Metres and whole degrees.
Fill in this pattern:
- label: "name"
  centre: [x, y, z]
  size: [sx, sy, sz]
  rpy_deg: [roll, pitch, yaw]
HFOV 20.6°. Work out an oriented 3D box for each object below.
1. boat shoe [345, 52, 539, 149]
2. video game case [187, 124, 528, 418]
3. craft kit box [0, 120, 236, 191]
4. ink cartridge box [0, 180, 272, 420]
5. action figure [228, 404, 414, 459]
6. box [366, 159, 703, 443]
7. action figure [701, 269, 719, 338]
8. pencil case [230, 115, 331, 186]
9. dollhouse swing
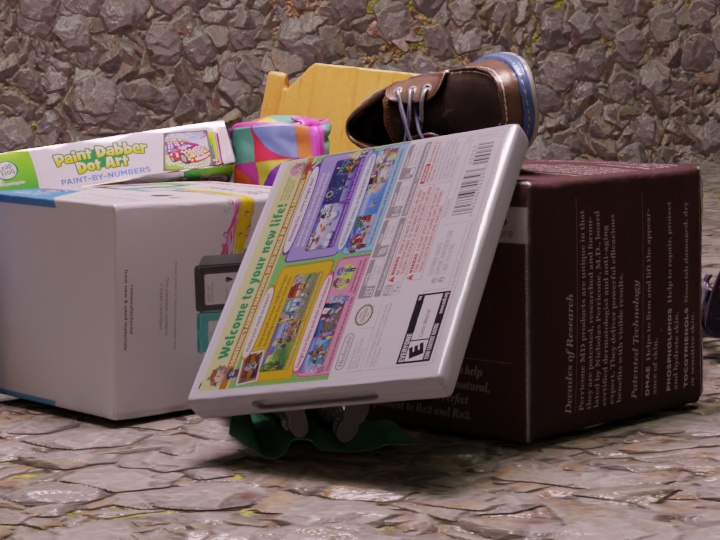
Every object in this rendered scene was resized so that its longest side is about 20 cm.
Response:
- label: "boat shoe"
  centre: [0.052, -0.100, 1.344]
  size: [0.072, 0.073, 0.200]
  rpy_deg: [-10, -1, -24]
- label: "video game case"
  centre: [0.000, 0.000, 1.215]
  size: [0.181, 0.022, 0.201]
  rpy_deg: [-7, 47, 32]
- label: "craft kit box"
  centre: [-0.210, -0.040, 1.582]
  size: [0.195, 0.049, 0.200]
  rpy_deg: [-7, -24, -17]
- label: "ink cartridge box"
  centre: [-0.140, 0.015, 1.421]
  size: [0.146, 0.148, 0.199]
  rpy_deg: [7, 9, 45]
- label: "action figure"
  centre: [-0.046, 0.076, 1.297]
  size: [0.117, 0.055, 0.200]
  rpy_deg: [9, 7, -17]
- label: "box"
  centre: [0.112, 0.013, 1.342]
  size: [0.165, 0.166, 0.199]
  rpy_deg: [6, 9, 43]
- label: "action figure"
  centre: [0.265, 0.027, 1.635]
  size: [0.129, 0.070, 0.200]
  rpy_deg: [-5, 4, 2]
- label: "pencil case"
  centre: [-0.052, -0.021, 1.545]
  size: [0.087, 0.202, 0.088]
  rpy_deg: [-8, 1, 0]
- label: "dollhouse swing"
  centre: [0.029, -0.057, 1.659]
  size: [0.198, 0.184, 0.176]
  rpy_deg: [8, -6, 19]
